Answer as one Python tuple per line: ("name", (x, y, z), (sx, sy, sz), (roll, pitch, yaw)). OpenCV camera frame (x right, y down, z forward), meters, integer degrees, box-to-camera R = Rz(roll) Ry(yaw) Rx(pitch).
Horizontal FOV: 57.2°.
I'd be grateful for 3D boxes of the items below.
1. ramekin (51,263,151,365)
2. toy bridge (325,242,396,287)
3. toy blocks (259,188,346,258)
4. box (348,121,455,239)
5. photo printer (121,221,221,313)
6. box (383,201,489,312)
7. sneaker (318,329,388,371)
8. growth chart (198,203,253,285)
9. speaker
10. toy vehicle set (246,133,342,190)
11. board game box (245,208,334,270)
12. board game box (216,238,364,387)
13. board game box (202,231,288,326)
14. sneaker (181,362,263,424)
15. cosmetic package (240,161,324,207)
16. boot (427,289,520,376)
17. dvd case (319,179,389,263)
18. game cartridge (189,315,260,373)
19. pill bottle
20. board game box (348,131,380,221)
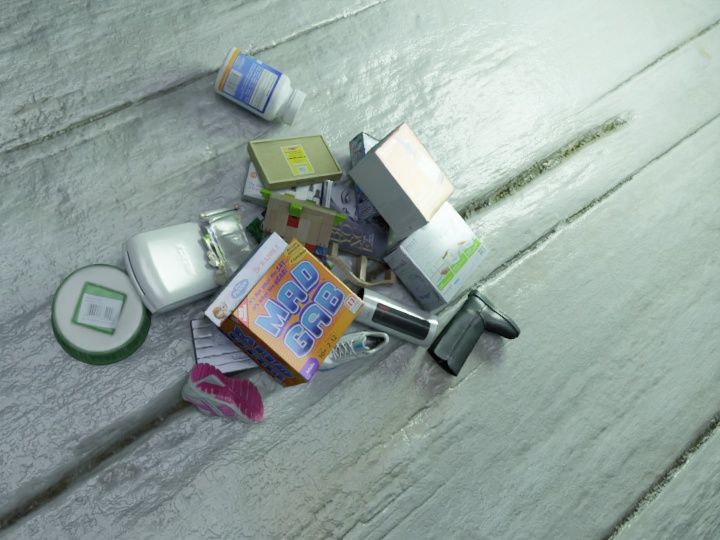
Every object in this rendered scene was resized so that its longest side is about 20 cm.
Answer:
("ramekin", (-0.524, 0.084, 1.334), (0.195, 0.098, 0.205), (4, 77, -18))
("toy bridge", (0.000, 0.000, 1.535), (0.197, 0.027, 0.069), (23, 60, -31))
("toy blocks", (-0.140, -0.082, 1.453), (0.195, 0.100, 0.140), (15, 107, -4))
("box", (0.097, -0.206, 1.515), (0.201, 0.106, 0.153), (50, 50, -11))
("photo printer", (-0.391, -0.008, 1.363), (0.199, 0.069, 0.169), (-22, 87, -58))
("box", (0.185, -0.038, 1.589), (0.177, 0.097, 0.200), (47, 60, -4))
("sneaker", (-0.025, 0.172, 1.493), (0.196, 0.087, 0.077), (-16, 85, -20))
("growth chart", (-0.287, -0.047, 1.452), (0.143, 0.018, 0.204), (-15, 84, -53))
("speaker", (0.078, 0.110, 1.545), (0.196, 0.081, 0.083), (22, 72, -13))
("toy vehicle set", (-0.151, -0.254, 1.535), (0.196, 0.027, 0.126), (-13, 64, -31))
("board game box", (-0.160, -0.053, 1.504), (0.104, 0.023, 0.201), (-39, 96, 4))
("board game box", (-0.149, 0.095, 1.372), (0.199, 0.199, 0.201), (42, 67, -8))
("board game box", (-0.233, 0.018, 1.308), (0.041, 0.199, 0.201), (41, 80, -10))
("sneaker", (-0.291, 0.267, 1.390), (0.199, 0.087, 0.083), (38, 39, -28))
("cosmetic package", (-0.173, -0.182, 1.538), (0.195, 0.051, 0.085), (14, 73, -16))
("boot", (0.277, 0.174, 1.604), (0.164, 0.066, 0.201), (39, 66, 2))
("dvd case", (-0.012, -0.115, 1.568), (0.196, 0.016, 0.153), (16, 73, -31))
("game cartridge", (-0.266, 0.153, 1.444), (0.195, 0.038, 0.133), (-8, 77, -20))
("pill bottle", (-0.231, -0.422, 1.538), (0.197, 0.112, 0.114), (26, 71, -12))
("board game box", (0.060, -0.201, 1.594), (0.197, 0.061, 0.205), (20, 61, -31))
